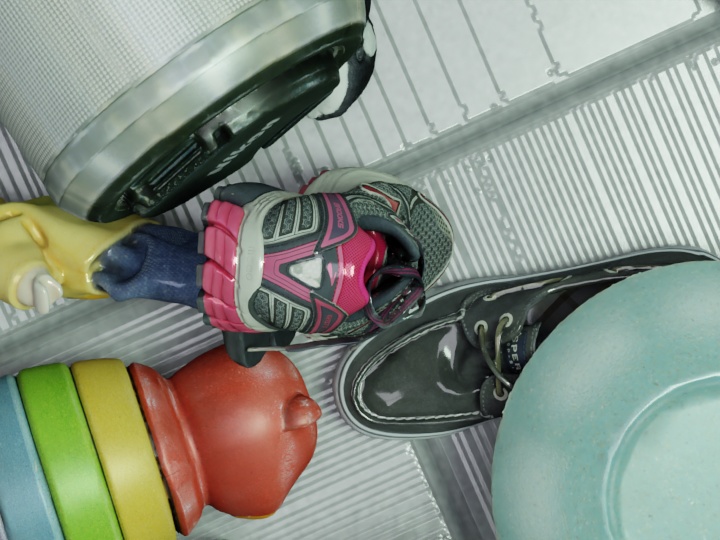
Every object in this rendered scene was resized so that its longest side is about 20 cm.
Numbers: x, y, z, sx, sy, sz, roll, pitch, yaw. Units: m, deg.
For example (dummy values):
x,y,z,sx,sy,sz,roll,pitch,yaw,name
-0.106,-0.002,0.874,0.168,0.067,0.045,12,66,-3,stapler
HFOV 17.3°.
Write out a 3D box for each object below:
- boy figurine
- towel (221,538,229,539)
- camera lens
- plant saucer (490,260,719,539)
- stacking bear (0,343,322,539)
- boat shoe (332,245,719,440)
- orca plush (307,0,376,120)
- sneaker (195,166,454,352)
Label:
x,y,z,sx,sy,sz,roll,pitch,yaw,name
-0.132,-0.001,1.070,0.198,0.124,0.065,6,104,17,boy figurine
-0.142,0.181,1.070,0.199,0.133,0.035,-25,89,4,towel
-0.106,-0.134,1.010,0.159,0.160,0.201,-35,87,2,camera lens
0.159,0.098,1.057,0.199,0.039,0.203,0,97,-4,plant saucer
-0.115,0.092,1.084,0.198,0.121,0.115,-18,99,-9,stacking bear
0.083,0.036,1.098,0.198,0.066,0.071,-12,94,0,boat shoe
-0.038,-0.173,1.097,0.201,0.071,0.105,55,137,3,orca plush
0.000,0.000,1.033,0.074,0.200,0.081,6,98,22,sneaker
